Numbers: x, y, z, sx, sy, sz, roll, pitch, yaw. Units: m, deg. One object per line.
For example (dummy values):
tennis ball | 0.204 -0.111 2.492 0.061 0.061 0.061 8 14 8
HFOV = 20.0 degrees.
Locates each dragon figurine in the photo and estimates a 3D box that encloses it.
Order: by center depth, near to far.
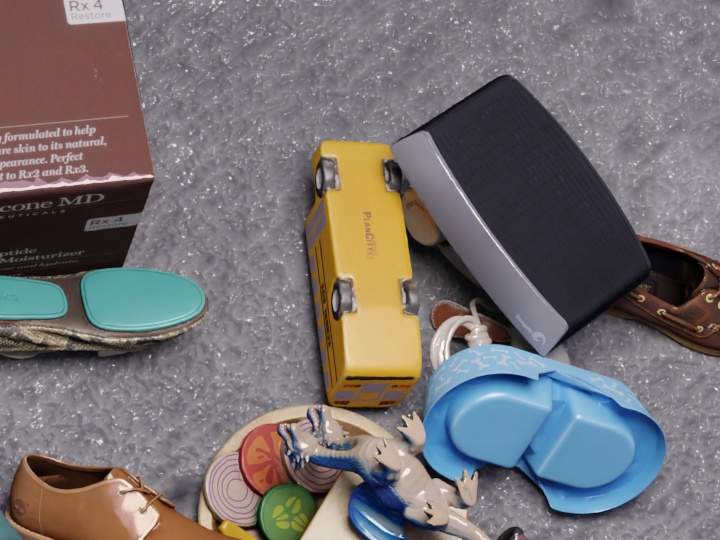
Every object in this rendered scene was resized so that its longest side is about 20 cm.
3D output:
dragon figurine | 0.031 0.164 1.468 0.200 0.099 0.059 45 56 -5

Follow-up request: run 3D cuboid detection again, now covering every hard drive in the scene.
hard drive | 0.129 -0.049 1.567 0.135 0.042 0.200 -34 86 -29

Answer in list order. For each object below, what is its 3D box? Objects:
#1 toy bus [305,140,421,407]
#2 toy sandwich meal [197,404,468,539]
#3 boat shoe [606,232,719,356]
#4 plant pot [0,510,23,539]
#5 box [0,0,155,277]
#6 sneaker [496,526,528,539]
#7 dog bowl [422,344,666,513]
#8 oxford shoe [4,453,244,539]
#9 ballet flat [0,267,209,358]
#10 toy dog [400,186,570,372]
toy bus | 0.000 0.000 1.587 0.065 0.078 0.200 1 62 -18
toy sandwich meal | -0.021 0.187 1.515 0.205 0.070 0.205 6 67 -13
boat shoe | 0.266 0.018 1.667 0.200 0.070 0.070 14 64 -11
plant pot | -0.347 0.166 1.374 0.200 0.200 0.196 -26 70 -24
box | -0.256 -0.092 1.493 0.166 0.200 0.164 -6 70 -17
sneaker | 0.154 0.240 1.525 0.200 0.076 0.116 -15 89 -21
dog bowl | 0.137 0.118 1.560 0.200 0.112 0.050 18 32 -21
oxford shoe | -0.158 0.179 1.443 0.200 0.071 0.071 14 19 9
ballet flat | -0.217 0.036 1.522 0.200 0.075 0.068 -1 54 -21
toy dog | 0.094 0.002 1.629 0.132 0.096 0.200 -2 83 -22
